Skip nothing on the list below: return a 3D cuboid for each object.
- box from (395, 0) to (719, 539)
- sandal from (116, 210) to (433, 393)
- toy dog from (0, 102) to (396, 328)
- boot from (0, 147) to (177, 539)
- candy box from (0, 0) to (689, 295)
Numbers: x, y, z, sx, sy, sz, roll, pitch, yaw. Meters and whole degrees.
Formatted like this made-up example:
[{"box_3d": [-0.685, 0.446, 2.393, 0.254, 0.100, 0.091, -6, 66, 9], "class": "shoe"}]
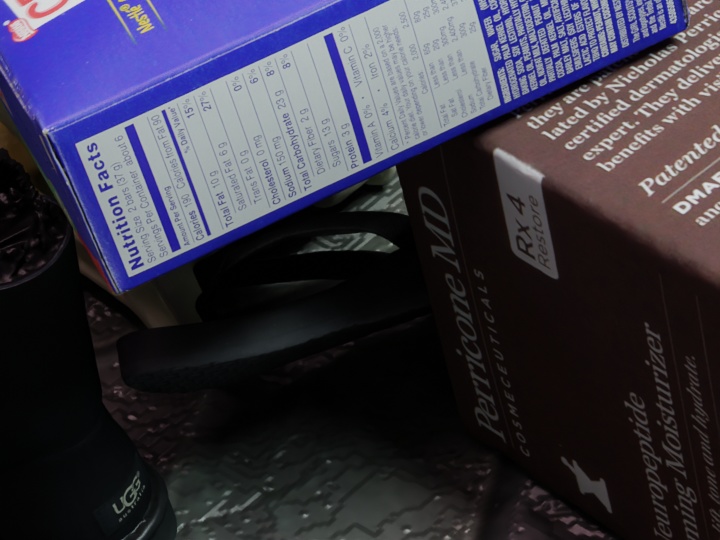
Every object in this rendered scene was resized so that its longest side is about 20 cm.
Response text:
[{"box_3d": [0.141, -0.004, 0.935, 0.164, 0.166, 0.200, -36, 44, -22], "class": "box"}, {"box_3d": [0.000, 0.000, 1.032, 0.200, 0.043, 0.076, -18, -5, -26], "class": "sandal"}, {"box_3d": [-0.055, -0.099, 1.090, 0.200, 0.194, 0.140, -43, 38, -18], "class": "toy dog"}, {"box_3d": [-0.162, 0.021, 0.993, 0.200, 0.168, 0.076, 15, 49, 30], "class": "boot"}, {"box_3d": [-0.025, -0.100, 0.917, 0.200, 0.077, 0.169, -25, 40, -8], "class": "candy box"}]
